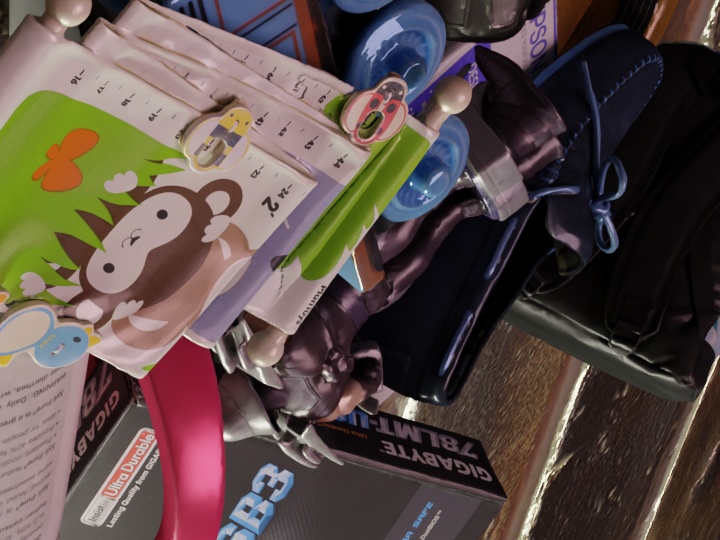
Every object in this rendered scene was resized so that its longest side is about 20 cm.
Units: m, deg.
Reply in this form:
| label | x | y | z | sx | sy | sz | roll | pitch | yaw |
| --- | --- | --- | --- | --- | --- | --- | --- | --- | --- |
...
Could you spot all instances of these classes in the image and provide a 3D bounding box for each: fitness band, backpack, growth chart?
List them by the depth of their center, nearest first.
| label | x | y | z | sx | sy | sz | roll | pitch | yaw |
| --- | --- | --- | --- | --- | --- | --- | --- | --- | --- |
| growth chart | -0.066 | -0.022 | 0.799 | 0.200 | 0.018 | 0.145 | 11 | 118 | -47 |
| fitness band | -0.106 | 0.059 | 0.963 | 0.037 | 0.200 | 0.144 | -5 | 85 | -28 |
| backpack | 0.170 | -0.037 | 1.430 | 0.200 | 0.163 | 0.154 | -62 | 165 | -8 |

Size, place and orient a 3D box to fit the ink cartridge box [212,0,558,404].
| label | x | y | z | sx | sy | sz | roll | pitch | yaw |
| --- | --- | --- | --- | --- | --- | --- | --- | --- | --- |
| ink cartridge box | 0.012 | -0.020 | 1.128 | 0.200 | 0.043 | 0.198 | -40 | 150 | -22 |

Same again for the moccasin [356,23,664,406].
| label | x | y | z | sx | sy | sz | roll | pitch | yaw |
| --- | --- | --- | --- | --- | --- | --- | --- | --- | --- |
| moccasin | 0.078 | -0.019 | 1.112 | 0.200 | 0.068 | 0.080 | -51 | 153 | -6 |

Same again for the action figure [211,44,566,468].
| label | x | y | z | sx | sy | sz | roll | pitch | yaw |
| --- | --- | --- | --- | --- | --- | --- | --- | --- | --- |
| action figure | 0.000 | 0.000 | 1.018 | 0.200 | 0.069 | 0.130 | -45 | 152 | -11 |

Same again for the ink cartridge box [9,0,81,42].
| label | x | y | z | sx | sy | sz | roll | pitch | yaw |
| --- | --- | --- | --- | --- | --- | --- | --- | --- | --- |
| ink cartridge box | -0.058 | -0.137 | 0.937 | 0.145 | 0.085 | 0.200 | -37 | 146 | -38 |

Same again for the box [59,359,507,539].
| label | x | y | z | sx | sy | sz | roll | pitch | yaw |
| --- | --- | --- | --- | --- | --- | --- | --- | --- | --- |
| box | -0.068 | 0.136 | 1.115 | 0.198 | 0.050 | 0.200 | 18 | 120 | -32 |

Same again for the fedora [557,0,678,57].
| label | x | y | z | sx | sy | sz | roll | pitch | yaw |
| --- | --- | --- | --- | --- | --- | --- | --- | --- | --- |
| fedora | 0.085 | -0.136 | 1.214 | 0.201 | 0.082 | 0.201 | -43 | 151 | -30 |

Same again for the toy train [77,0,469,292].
| label | x | y | z | sx | sy | sz | roll | pitch | yaw |
| --- | --- | --- | --- | --- | --- | --- | --- | --- | --- |
| toy train | -0.032 | -0.070 | 0.865 | 0.114 | 0.087 | 0.200 | -35 | 142 | -18 |

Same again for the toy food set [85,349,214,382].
| label | x | y | z | sx | sy | sz | roll | pitch | yaw |
| --- | --- | --- | --- | --- | --- | --- | --- | --- | --- |
| toy food set | -0.060 | -0.026 | 1.109 | 0.198 | 0.049 | 0.200 | -44 | 153 | -29 |

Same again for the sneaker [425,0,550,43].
| label | x | y | z | sx | sy | sz | roll | pitch | yaw |
| --- | --- | --- | --- | --- | --- | --- | --- | --- | --- |
| sneaker | 0.045 | -0.151 | 1.046 | 0.200 | 0.071 | 0.098 | -92 | -179 | -69 |

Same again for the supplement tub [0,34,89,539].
| label | x | y | z | sx | sy | sz | roll | pitch | yaw |
| --- | --- | --- | --- | --- | --- | --- | --- | --- | --- |
| supplement tub | -0.161 | 0.025 | 0.876 | 0.132 | 0.132 | 0.200 | -31 | 144 | -46 |
